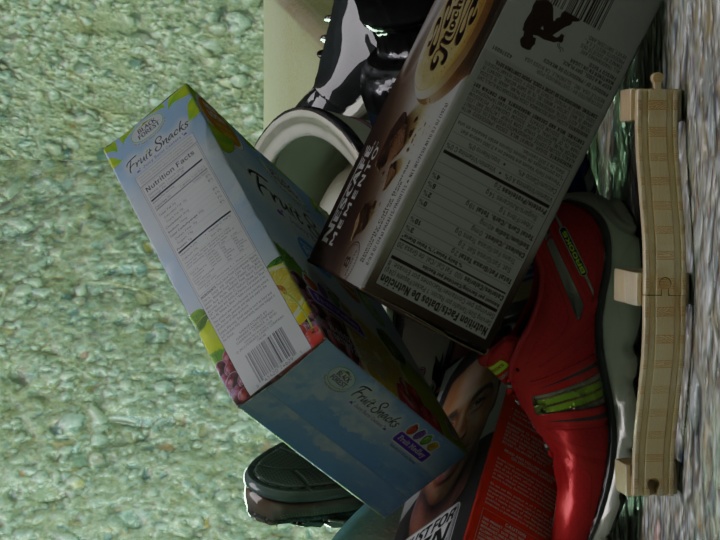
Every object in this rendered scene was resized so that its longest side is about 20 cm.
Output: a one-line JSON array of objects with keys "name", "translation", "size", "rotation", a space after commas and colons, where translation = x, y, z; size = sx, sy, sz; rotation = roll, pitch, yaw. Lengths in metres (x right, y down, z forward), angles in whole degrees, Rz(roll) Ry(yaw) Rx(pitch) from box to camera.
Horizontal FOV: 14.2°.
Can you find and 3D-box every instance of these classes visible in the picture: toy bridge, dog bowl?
[{"name": "toy bridge", "translation": [0.138, 0.007, 1.369], "size": [0.067, 0.027, 0.202], "rotation": [-152, 62, -85]}, {"name": "dog bowl", "translation": [0.000, 0.000, 1.748], "size": [0.200, 0.073, 0.202], "rotation": [17, 110, 59]}]

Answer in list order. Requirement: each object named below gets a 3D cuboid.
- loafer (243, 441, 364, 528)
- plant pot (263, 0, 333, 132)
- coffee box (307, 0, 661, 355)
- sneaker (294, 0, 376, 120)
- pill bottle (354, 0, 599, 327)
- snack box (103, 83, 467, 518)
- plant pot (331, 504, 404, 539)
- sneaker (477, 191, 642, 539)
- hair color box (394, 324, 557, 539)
[{"name": "loafer", "translation": [0.002, 0.133, 1.773], "size": [0.199, 0.072, 0.063], "rotation": [-16, -58, -49]}, {"name": "plant pot", "translation": [0.040, -0.110, 2.172], "size": [0.177, 0.198, 0.201], "rotation": [-128, 37, -69]}, {"name": "coffee box", "translation": [0.061, -0.069, 1.485], "size": [0.201, 0.079, 0.113], "rotation": [-63, 18, 1]}, {"name": "sneaker", "translation": [0.003, -0.144, 1.807], "size": [0.200, 0.074, 0.107], "rotation": [-40, 67, 44]}, {"name": "pill bottle", "translation": [0.064, -0.079, 1.605], "size": [0.112, 0.111, 0.201], "rotation": [-95, -13, -71]}, {"name": "snack box", "translation": [-0.041, 0.017, 1.585], "size": [0.169, 0.068, 0.200], "rotation": [41, -166, -53]}, {"name": "plant pot", "translation": [0.052, 0.240, 1.714], "size": [0.196, 0.195, 0.201], "rotation": [94, -165, -58]}, {"name": "sneaker", "translation": [0.104, 0.057, 1.536], "size": [0.077, 0.084, 0.202], "rotation": [-96, 7, -80]}, {"name": "hair color box", "translation": [0.071, 0.128, 1.613], "size": [0.101, 0.061, 0.201], "rotation": [-41, 23, 49]}]
